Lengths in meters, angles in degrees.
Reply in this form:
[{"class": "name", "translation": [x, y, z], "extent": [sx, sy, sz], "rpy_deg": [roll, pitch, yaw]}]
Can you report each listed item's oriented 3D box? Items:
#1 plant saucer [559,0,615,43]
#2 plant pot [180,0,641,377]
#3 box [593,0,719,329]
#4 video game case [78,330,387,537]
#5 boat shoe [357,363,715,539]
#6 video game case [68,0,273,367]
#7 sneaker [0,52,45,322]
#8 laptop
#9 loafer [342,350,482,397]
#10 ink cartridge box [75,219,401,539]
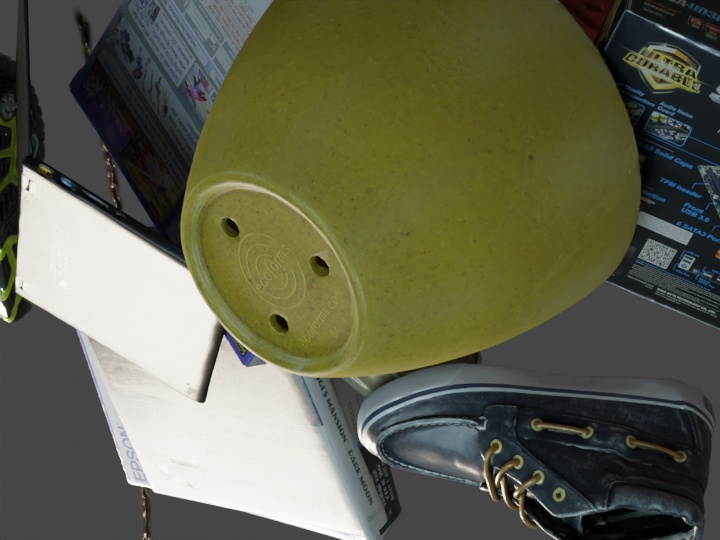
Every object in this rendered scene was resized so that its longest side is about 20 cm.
[{"class": "plant saucer", "translation": [0.102, -0.123, 1.205], "extent": [0.200, 0.037, 0.200], "rpy_deg": [34, 135, -14]}, {"class": "plant pot", "translation": [0.003, -0.033, 1.172], "extent": [0.199, 0.142, 0.201], "rpy_deg": [24, 134, 27]}, {"class": "box", "translation": [0.184, -0.039, 1.198], "extent": [0.199, 0.046, 0.159], "rpy_deg": [22, 138, -1]}, {"class": "video game case", "translation": [-0.087, 0.066, 1.565], "extent": [0.199, 0.023, 0.182], "rpy_deg": [7, 128, 46]}, {"class": "boat shoe", "translation": [0.092, 0.106, 1.446], "extent": [0.199, 0.091, 0.071], "rpy_deg": [-1, 137, 11]}, {"class": "video game case", "translation": [-0.057, -0.082, 1.398], "extent": [0.200, 0.045, 0.181], "rpy_deg": [57, 134, 20]}, {"class": "sneaker", "translation": [-0.238, -0.052, 1.617], "extent": [0.076, 0.075, 0.201], "rpy_deg": [22, 135, 19]}, {"class": "laptop", "translation": [-0.134, -0.051, 1.451], "extent": [0.199, 0.116, 0.187], "rpy_deg": [31, 158, 4]}, {"class": "loafer", "translation": [0.000, 0.000, 1.483], "extent": [0.200, 0.076, 0.068], "rpy_deg": [48, 145, -9]}, {"class": "ink cartridge box", "translation": [-0.082, 0.064, 1.627], "extent": [0.199, 0.043, 0.199], "rpy_deg": [10, 130, 33]}]
